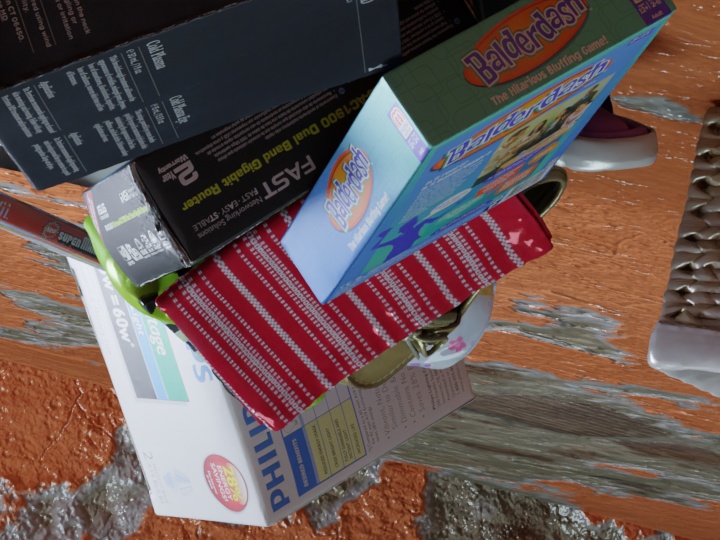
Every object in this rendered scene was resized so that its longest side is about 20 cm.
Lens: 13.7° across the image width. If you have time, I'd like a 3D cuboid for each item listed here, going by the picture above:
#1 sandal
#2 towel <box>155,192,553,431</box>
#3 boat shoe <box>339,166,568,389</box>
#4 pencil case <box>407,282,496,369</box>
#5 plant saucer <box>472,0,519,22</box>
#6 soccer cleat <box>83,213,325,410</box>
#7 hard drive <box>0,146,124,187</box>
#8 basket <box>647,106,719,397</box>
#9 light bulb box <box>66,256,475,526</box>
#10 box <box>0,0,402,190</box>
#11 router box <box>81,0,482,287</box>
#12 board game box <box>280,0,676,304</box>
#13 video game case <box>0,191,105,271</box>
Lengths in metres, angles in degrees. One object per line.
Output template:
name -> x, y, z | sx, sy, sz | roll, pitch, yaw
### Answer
sandal -> 0.099, -0.098, 1.647 | 0.082, 0.050, 0.202 | -7, -162, -33
towel -> 0.000, 0.000, 1.648 | 0.145, 0.200, 0.023 | 53, -176, -49
boat shoe -> 0.046, -0.001, 1.737 | 0.073, 0.201, 0.063 | 24, -155, -39
pencil case -> -0.014, -0.001, 1.808 | 0.200, 0.091, 0.083 | 18, -152, -36
plant saucer -> 0.088, -0.135, 1.530 | 0.070, 0.019, 0.200 | 10, 170, 6
soccer cleat -> -0.081, 0.018, 1.699 | 0.200, 0.068, 0.081 | 41, -174, -48
hard drive -> -0.208, -0.087, 1.675 | 0.199, 0.026, 0.132 | 12, 164, -13
basket -> 0.299, 0.009, 1.709 | 0.199, 0.161, 0.198 | 4, 168, 34
light bulb box -> -0.057, 0.034, 1.938 | 0.200, 0.199, 0.125 | -29, -162, -38
box -> -0.083, -0.127, 1.284 | 0.181, 0.104, 0.200 | -19, 171, -2
router box -> -0.039, -0.071, 1.552 | 0.200, 0.062, 0.150 | -33, -175, -15
board game box -> 0.054, -0.069, 1.465 | 0.152, 0.045, 0.200 | -30, 169, -25
video game case -> -0.206, -0.032, 1.770 | 0.143, 0.018, 0.200 | 20, 177, 40
